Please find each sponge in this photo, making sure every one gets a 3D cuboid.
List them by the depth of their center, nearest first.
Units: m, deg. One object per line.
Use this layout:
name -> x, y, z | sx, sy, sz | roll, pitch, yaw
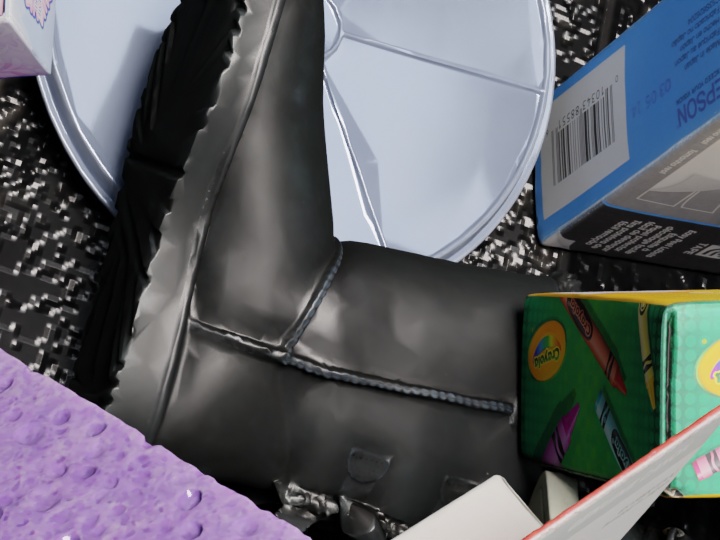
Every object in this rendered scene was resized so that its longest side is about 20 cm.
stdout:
sponge -> -0.115, 0.076, 0.665 | 0.111, 0.030, 0.200 | -34, 43, -31

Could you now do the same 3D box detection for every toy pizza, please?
toy pizza -> -0.024, -0.084, 0.835 | 0.199, 0.032, 0.201 | 4, 77, -20

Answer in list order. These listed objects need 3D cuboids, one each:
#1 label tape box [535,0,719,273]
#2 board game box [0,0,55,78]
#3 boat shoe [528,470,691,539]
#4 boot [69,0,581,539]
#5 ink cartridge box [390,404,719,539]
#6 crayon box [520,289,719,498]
label tape box -> 0.185, -0.046, 0.858 | 0.199, 0.144, 0.064 | 9, 68, -22
board game box -> -0.189, -0.150, 0.723 | 0.199, 0.041, 0.200 | -3, 69, 12
boat shoe -> 0.078, 0.125, 0.677 | 0.066, 0.199, 0.075 | 16, 107, -3
boot -> 0.000, -0.001, 0.771 | 0.162, 0.073, 0.199 | 17, 86, -22
ink cartridge box -> -0.016, 0.104, 0.567 | 0.200, 0.174, 0.044 | -27, 66, -42
crayon box -> 0.164, 0.035, 0.738 | 0.199, 0.119, 0.059 | 0, 91, -16
